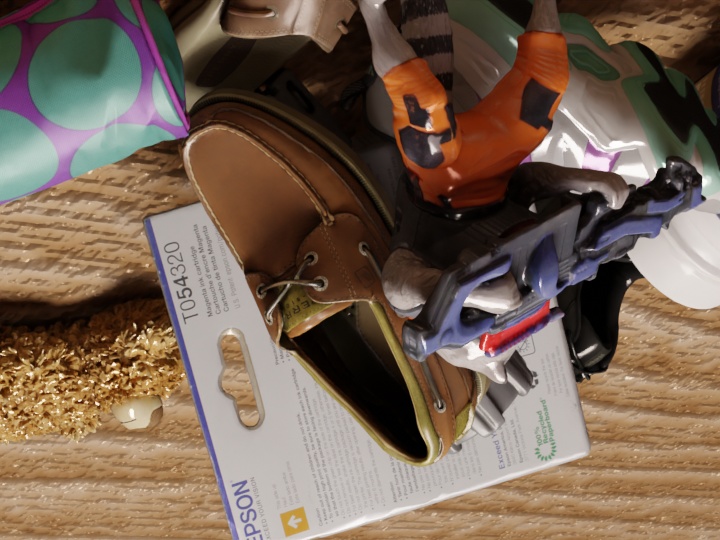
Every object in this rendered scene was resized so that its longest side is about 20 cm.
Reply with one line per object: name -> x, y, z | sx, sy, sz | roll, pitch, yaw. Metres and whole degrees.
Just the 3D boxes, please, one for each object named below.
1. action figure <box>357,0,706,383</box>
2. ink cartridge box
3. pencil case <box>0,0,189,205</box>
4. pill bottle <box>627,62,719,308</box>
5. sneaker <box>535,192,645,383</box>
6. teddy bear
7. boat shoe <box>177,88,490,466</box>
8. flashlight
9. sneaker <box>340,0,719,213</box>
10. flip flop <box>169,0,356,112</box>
action figure -> 0.065, -0.046, 1.006 | 0.200, 0.104, 0.194 | -18, 119, -43
ink cartridge box -> 0.004, 0.031, 1.171 | 0.199, 0.197, 0.043 | -16, -164, -7
pencil case -> -0.177, -0.073, 1.004 | 0.199, 0.093, 0.085 | -18, -166, 6
pill bottle -> 0.228, -0.066, 1.165 | 0.119, 0.120, 0.200 | 9, 145, -37
sneaker -> 0.090, 0.043, 1.248 | 0.076, 0.091, 0.200 | 25, 98, -51
teddy bear -> -0.190, 0.072, 1.292 | 0.199, 0.067, 0.145 | -6, 154, -14
boat shoe -> -0.014, 0.003, 1.040 | 0.200, 0.068, 0.072 | 47, 126, -9
flashlight -> 0.000, 0.000, 1.110 | 0.068, 0.068, 0.200 | -31, 110, 39
sneaker -> 0.081, -0.058, 1.104 | 0.200, 0.078, 0.140 | 32, 122, -20
flip flop -> -0.036, -0.118, 1.013 | 0.081, 0.058, 0.200 | 6, 147, -33
